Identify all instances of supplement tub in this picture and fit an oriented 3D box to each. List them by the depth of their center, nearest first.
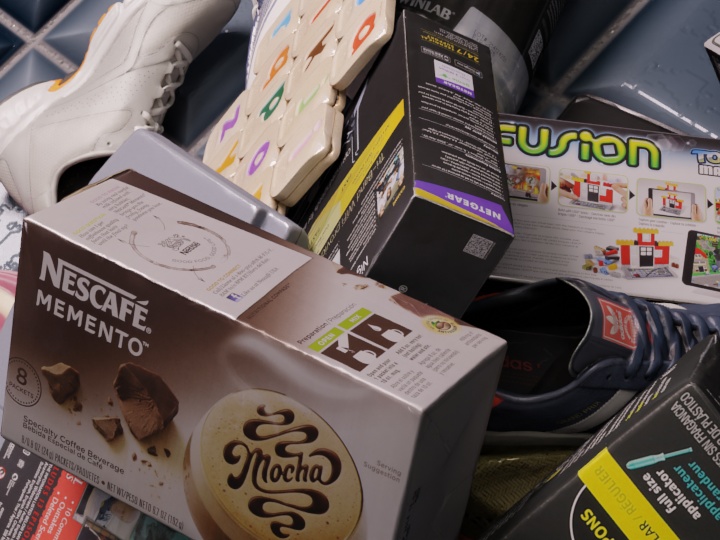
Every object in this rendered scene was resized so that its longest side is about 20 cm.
[{"bbox_3d":[0.068,-0.185,1.017,0.121,0.123,0.201,15,65,25],"label":"supplement tub"}]

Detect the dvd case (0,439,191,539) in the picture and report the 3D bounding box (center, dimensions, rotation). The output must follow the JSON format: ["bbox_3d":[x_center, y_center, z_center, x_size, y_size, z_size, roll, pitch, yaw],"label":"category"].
[{"bbox_3d":[-0.104,0.153,0.788,0.199,0.022,0.147,26,93,28],"label":"dvd case"}]

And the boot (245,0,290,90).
[{"bbox_3d":[-0.041,-0.171,1.088,0.090,0.073,0.202,2,63,47],"label":"boot"}]

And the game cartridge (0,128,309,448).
[{"bbox_3d":[-0.120,0.038,0.855,0.133,0.040,0.201,33,96,31],"label":"game cartridge"}]

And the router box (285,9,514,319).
[{"bbox_3d":[0.000,0.000,0.827,0.052,0.201,0.158,21,35,-16],"label":"router box"}]

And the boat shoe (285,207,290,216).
[{"bbox_3d":[-0.002,-0.011,0.965,0.197,0.067,0.075,3,50,17],"label":"boat shoe"}]

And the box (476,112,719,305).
[{"bbox_3d":[0.126,-0.024,0.895,0.197,0.035,0.111,7,56,1],"label":"box"}]

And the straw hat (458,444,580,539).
[{"bbox_3d":[0.072,0.094,0.866,0.199,0.085,0.203,-8,57,13],"label":"straw hat"}]

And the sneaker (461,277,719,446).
[{"bbox_3d":[0.125,0.038,0.796,0.197,0.085,0.076,-6,58,-4],"label":"sneaker"}]

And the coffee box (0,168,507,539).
[{"bbox_3d":[-0.050,0.050,0.731,0.198,0.114,0.080,25,30,22],"label":"coffee box"}]

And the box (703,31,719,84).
[{"bbox_3d":[0.280,-0.096,0.885,0.116,0.060,0.200,-32,30,-3],"label":"box"}]

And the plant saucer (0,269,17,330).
[{"bbox_3d":[-0.243,0.081,0.996,0.198,0.051,0.203,-8,58,12],"label":"plant saucer"}]

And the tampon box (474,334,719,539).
[{"bbox_3d":[0.117,0.154,0.722,0.200,0.126,0.150,-44,83,16],"label":"tampon box"}]

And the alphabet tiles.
[{"bbox_3d":[-0.035,-0.095,0.918,0.196,0.015,0.201,-47,24,35],"label":"alphabet tiles"}]

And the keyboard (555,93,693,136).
[{"bbox_3d":[0.168,-0.020,0.947,0.199,0.021,0.127,28,65,31],"label":"keyboard"}]

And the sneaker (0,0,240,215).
[{"bbox_3d":[-0.141,-0.103,1.072,0.200,0.076,0.092,-42,64,0],"label":"sneaker"}]
